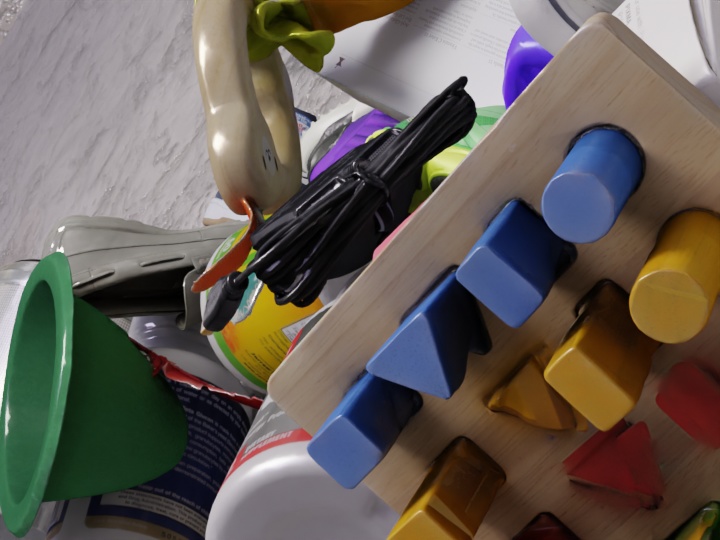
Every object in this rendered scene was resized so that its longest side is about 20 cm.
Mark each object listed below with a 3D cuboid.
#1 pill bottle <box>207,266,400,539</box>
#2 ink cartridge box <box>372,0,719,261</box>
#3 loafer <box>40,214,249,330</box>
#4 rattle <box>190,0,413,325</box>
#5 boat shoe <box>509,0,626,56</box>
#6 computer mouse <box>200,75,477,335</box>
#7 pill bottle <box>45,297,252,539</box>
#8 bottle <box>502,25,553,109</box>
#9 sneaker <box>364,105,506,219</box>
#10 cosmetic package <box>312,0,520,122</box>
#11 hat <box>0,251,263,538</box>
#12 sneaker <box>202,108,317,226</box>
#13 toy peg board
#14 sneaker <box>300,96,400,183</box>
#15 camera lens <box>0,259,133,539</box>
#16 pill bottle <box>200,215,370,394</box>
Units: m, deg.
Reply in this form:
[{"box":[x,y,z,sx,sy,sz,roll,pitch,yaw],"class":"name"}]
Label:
[{"box":[0.009,0.079,0.804,0.114,0.114,0.200,-48,9,29],"class":"pill bottle"},{"box":[0.119,-0.009,0.696,0.200,0.146,0.083,-45,28,36],"class":"ink cartridge box"},{"box":[-0.106,0.008,1.123,0.070,0.199,0.070,99,169,-54],"class":"loafer"},{"box":[-0.019,-0.074,0.921,0.200,0.142,0.131,-96,4,-48],"class":"rattle"},{"box":[0.148,-0.114,0.714,0.066,0.199,0.072,-21,67,50],"class":"boat shoe"},{"box":[-0.019,-0.009,0.780,0.140,0.046,0.200,-43,6,-20],"class":"computer mouse"},{"box":[-0.130,0.120,1.128,0.111,0.111,0.201,-37,32,45],"class":"pill bottle"},{"box":[0.144,-0.127,0.812,0.200,0.083,0.065,-46,-28,-37],"class":"bottle"},{"box":[0.090,-0.043,0.826,0.200,0.074,0.084,24,52,37],"class":"sneaker"},{"box":[0.082,-0.138,0.963,0.200,0.052,0.151,31,90,44],"class":"cosmetic package"},{"box":[-0.113,0.089,1.045,0.200,0.175,0.166,-118,42,-58],"class":"hat"},{"box":[-0.053,-0.068,1.239,0.109,0.070,0.200,-65,19,-4],"class":"sneaker"},{"box":[0.084,0.058,0.596,0.200,0.199,0.098,-48,0,28],"class":"toy peg board"},{"box":[0.046,-0.085,1.061,0.200,0.069,0.100,-41,44,31],"class":"sneaker"},{"box":[-0.235,0.104,1.307,0.160,0.160,0.201,-21,45,58],"class":"camera lens"},{"box":[0.000,0.000,0.989,0.200,0.111,0.111,-26,40,54],"class":"pill bottle"}]
